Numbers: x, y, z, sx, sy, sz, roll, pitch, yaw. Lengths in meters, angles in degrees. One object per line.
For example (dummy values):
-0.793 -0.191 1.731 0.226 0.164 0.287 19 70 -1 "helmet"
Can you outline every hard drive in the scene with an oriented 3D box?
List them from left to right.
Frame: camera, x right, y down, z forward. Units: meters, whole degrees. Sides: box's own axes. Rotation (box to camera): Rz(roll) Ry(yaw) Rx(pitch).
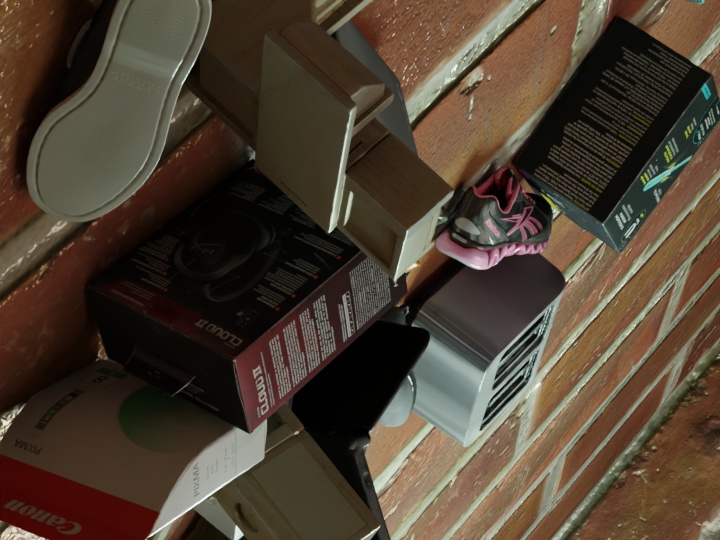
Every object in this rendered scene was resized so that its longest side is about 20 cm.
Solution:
0.004 -0.112 1.237 0.033 0.140 0.200 -17 164 12 "hard drive"

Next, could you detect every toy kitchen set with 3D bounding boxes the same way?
-0.127 0.216 1.330 0.163 0.181 0.200 -31 163 -33 "toy kitchen set"
0.015 -0.143 1.049 0.180 0.200 0.163 -42 166 -20 "toy kitchen set"

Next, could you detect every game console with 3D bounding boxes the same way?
-0.005 0.146 1.499 0.116 0.200 0.176 -23 103 -24 "game console"

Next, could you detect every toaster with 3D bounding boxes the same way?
0.126 0.076 1.828 0.200 0.119 0.181 -41 155 -33 "toaster"

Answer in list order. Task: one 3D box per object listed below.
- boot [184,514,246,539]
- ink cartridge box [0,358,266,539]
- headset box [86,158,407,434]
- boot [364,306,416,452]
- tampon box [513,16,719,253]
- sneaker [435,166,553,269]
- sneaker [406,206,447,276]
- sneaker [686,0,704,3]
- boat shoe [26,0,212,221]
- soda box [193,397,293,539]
-0.105 0.260 1.670 0.200 0.072 0.155 -53 160 10 "boot"
-0.186 0.132 1.142 0.200 0.161 0.050 -28 124 -51 "ink cartridge box"
-0.086 0.019 1.190 0.200 0.149 0.077 -42 140 -33 "headset box"
0.005 0.135 1.662 0.200 0.070 0.132 76 26 -51 "boot"
0.286 -0.146 1.817 0.200 0.126 0.150 -53 160 0 "tampon box"
0.157 -0.066 1.749 0.200 0.079 0.096 -23 132 -57 "sneaker"
0.000 0.000 1.476 0.200 0.079 0.074 -53 162 1 "sneaker"
0.331 -0.314 1.699 0.200 0.091 0.078 -23 143 -55 "sneaker"
-0.141 -0.113 0.988 0.200 0.075 0.060 -50 -155 33 "boat shoe"
-0.112 0.159 1.493 0.063 0.068 0.200 -40 156 -33 "soda box"
